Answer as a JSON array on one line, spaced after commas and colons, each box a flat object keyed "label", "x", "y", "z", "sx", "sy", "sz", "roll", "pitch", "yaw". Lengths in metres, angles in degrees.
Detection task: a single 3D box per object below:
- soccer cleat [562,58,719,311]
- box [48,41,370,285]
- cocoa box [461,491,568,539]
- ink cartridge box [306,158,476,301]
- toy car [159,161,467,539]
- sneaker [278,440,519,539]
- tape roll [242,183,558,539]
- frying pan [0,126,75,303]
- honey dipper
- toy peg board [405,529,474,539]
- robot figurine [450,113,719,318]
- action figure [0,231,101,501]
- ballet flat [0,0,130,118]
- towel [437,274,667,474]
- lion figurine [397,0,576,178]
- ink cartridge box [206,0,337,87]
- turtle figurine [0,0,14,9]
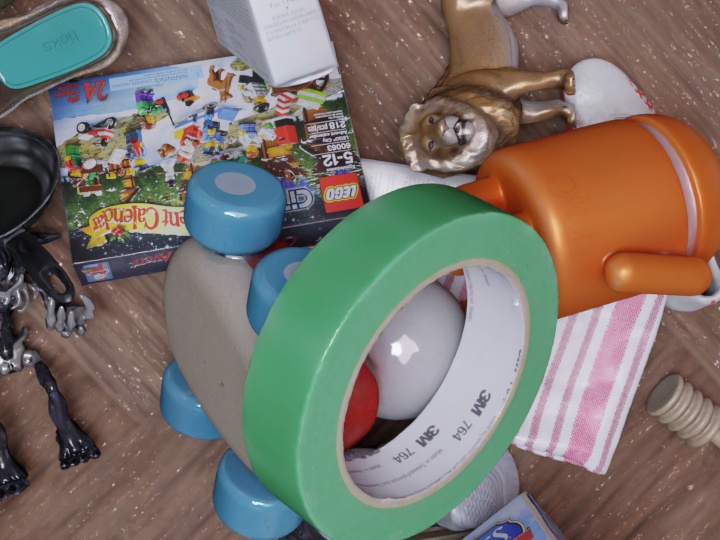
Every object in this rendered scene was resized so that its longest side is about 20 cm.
[{"label": "soccer cleat", "x": 0.208, "y": -0.062, "z": 0.952, "sx": 0.068, "sy": 0.085, "sz": 0.201, "roll": -25, "pitch": 97, "yaw": -7}, {"label": "box", "x": -0.102, "y": -0.075, "z": 0.899, "sx": 0.199, "sy": 0.038, "sz": 0.137, "roll": -10, "pitch": 67, "yaw": -7}, {"label": "cocoa box", "x": 0.081, "y": 0.267, "z": 0.829, "sx": 0.200, "sy": 0.131, "sz": 0.133, "roll": -38, "pitch": 113, "yaw": 2}, {"label": "ink cartridge box", "x": 0.000, "y": 0.000, "z": 0.951, "sx": 0.199, "sy": 0.050, "sz": 0.162, "roll": 9, "pitch": 92, "yaw": 3}, {"label": "toy car", "x": -0.008, "y": 0.039, "z": 0.838, "sx": 0.199, "sy": 0.177, "sz": 0.185, "roll": -10, "pitch": 131, "yaw": -29}, {"label": "sneaker", "x": 0.016, "y": 0.157, "z": 0.942, "sx": 0.200, "sy": 0.114, "sz": 0.076, "roll": 0, "pitch": 74, "yaw": -43}, {"label": "tape roll", "x": 0.027, "y": 0.054, "z": 0.730, "sx": 0.200, "sy": 0.048, "sz": 0.201, "roll": -26, "pitch": 129, "yaw": -36}, {"label": "frying pan", "x": -0.218, "y": -0.039, "z": 0.847, "sx": 0.190, "sy": 0.031, "sz": 0.115, "roll": 19, "pitch": 55, "yaw": 27}, {"label": "honey dipper", "x": 0.302, "y": 0.149, "z": 1.005, "sx": 0.200, "sy": 0.038, "sz": 0.038, "roll": 37, "pitch": 87, "yaw": -12}, {"label": "toy peg board", "x": 0.046, "y": 0.298, "z": 0.940, "sx": 0.199, "sy": 0.098, "sz": 0.200, "roll": -8, "pitch": 94, "yaw": -8}, {"label": "robot figurine", "x": 0.152, "y": -0.034, "z": 0.852, "sx": 0.199, "sy": 0.144, "sz": 0.117, "roll": -16, "pitch": 94, "yaw": -19}, {"label": "action figure", "x": -0.235, "y": 0.043, "z": 0.881, "sx": 0.119, "sy": 0.102, "sz": 0.201, "roll": -20, "pitch": 96, "yaw": -22}, {"label": "ballet flat", "x": -0.242, "y": -0.134, "z": 0.883, "sx": 0.199, "sy": 0.067, "sz": 0.068, "roll": -14, "pitch": 108, "yaw": 10}, {"label": "towel", "x": 0.103, "y": 0.046, "z": 0.914, "sx": 0.199, "sy": 0.030, "sz": 0.147, "roll": 18, "pitch": 91, "yaw": -6}, {"label": "lion figurine", "x": 0.088, "y": -0.158, "z": 0.935, "sx": 0.122, "sy": 0.073, "sz": 0.201, "roll": -3, "pitch": 64, "yaw": 8}, {"label": "ink cartridge box", "x": -0.082, "y": -0.227, "z": 0.834, "sx": 0.057, "sy": 0.163, "sz": 0.201, "roll": -17, "pitch": 114, "yaw": -12}, {"label": "turtle figurine", "x": -0.246, "y": -0.213, "z": 0.854, "sx": 0.199, "sy": 0.150, "sz": 0.101, "roll": -4, "pitch": 114, "yaw": -17}]
